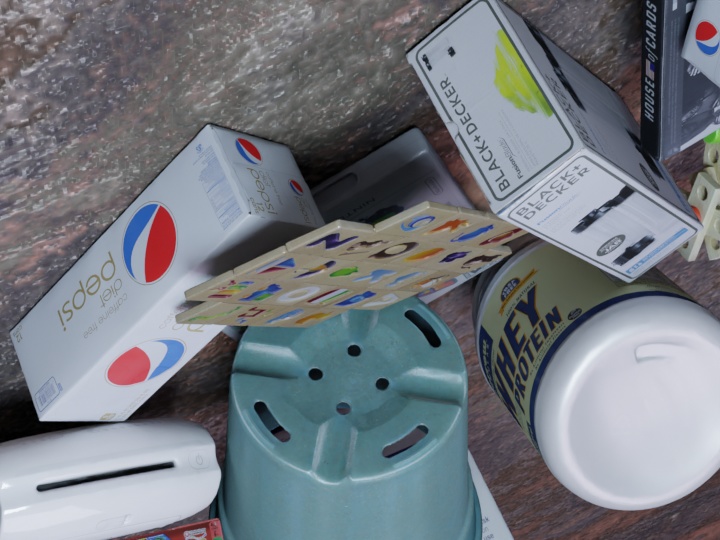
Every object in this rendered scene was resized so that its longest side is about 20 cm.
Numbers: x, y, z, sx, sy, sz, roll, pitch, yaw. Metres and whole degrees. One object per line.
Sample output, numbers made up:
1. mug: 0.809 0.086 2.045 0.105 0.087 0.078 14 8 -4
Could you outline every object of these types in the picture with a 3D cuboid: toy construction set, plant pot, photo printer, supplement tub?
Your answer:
1. toy construction set: 0.296 -0.086 1.002 0.199 0.092 0.131 -24 157 -33
2. plant pot: -0.009 0.121 0.933 0.199 0.201 0.197 -19 145 -16
3. photo printer: -0.197 0.145 0.903 0.165 0.070 0.199 -5 167 -38
4. supplement tub: 0.162 0.058 0.964 0.143 0.200 0.146 -4 110 -11

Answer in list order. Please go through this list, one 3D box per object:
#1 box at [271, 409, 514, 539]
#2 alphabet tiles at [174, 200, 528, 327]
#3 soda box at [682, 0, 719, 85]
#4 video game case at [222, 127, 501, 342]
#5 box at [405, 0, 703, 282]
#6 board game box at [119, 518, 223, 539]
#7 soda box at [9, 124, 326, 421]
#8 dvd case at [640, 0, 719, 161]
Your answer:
1. box: 0.012 0.216 1.145 0.182 0.201 0.105 -21 155 -13
2. alphabet tiles: 0.000 0.000 0.775 0.165 0.006 0.199 -24 165 27
3. soda box: 0.275 -0.151 0.761 0.199 0.064 0.069 -20 139 -26
4. video game case: -0.007 -0.002 0.930 0.181 0.024 0.200 -31 154 8
5. box: 0.119 -0.071 0.818 0.060 0.117 0.199 -37 152 20
6. board game box: -0.193 0.195 0.920 0.198 0.020 0.103 -11 169 -14
7. soda box: -0.114 0.008 0.804 0.200 0.064 0.068 -41 151 28
8. dvd case: 0.246 -0.164 0.807 0.199 0.025 0.151 -31 143 -14
